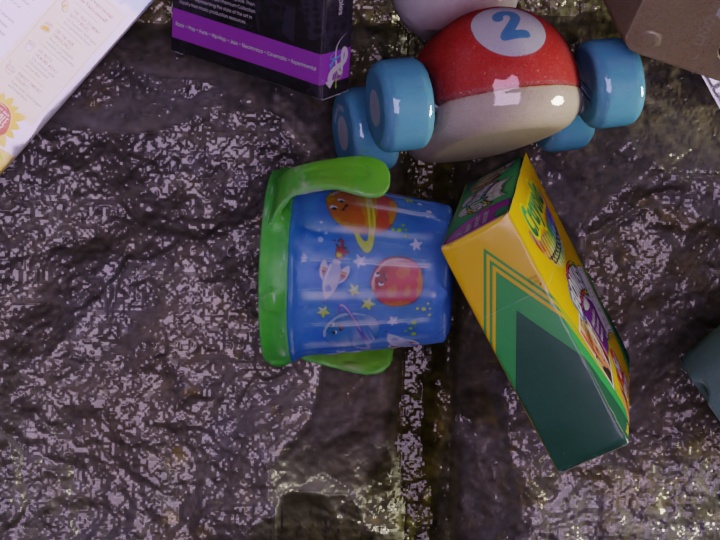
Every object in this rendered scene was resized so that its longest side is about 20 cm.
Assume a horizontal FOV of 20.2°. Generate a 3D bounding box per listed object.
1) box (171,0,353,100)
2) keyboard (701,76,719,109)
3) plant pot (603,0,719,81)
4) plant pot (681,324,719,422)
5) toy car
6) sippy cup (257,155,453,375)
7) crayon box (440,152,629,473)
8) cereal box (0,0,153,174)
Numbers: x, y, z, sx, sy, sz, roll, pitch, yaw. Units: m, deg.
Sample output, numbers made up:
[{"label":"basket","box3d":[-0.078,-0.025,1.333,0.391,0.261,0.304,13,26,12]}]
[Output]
[{"label":"box","box3d":[-0.064,-0.230,1.367,0.142,0.036,0.201,22,120,34]},{"label":"keyboard","box3d":[0.241,-0.217,1.479,0.056,0.011,0.201,-31,99,-1]},{"label":"plant pot","box3d":[0.264,-0.228,1.344,0.198,0.178,0.201,18,136,-4]},{"label":"plant pot","box3d":[0.349,0.066,1.443,0.196,0.200,0.201,-36,99,7]},{"label":"toy car","box3d":[0.074,-0.182,1.397,0.183,0.177,0.202,-8,85,-15]},{"label":"sippy cup","box3d":[0.000,0.000,1.409,0.129,0.178,0.141,3,85,4]},{"label":"crayon box","box3d":[0.126,0.024,1.400,0.058,0.200,0.173,-25,100,13]},{"label":"cereal box","box3d":[-0.249,-0.179,1.419,0.144,0.040,0.200,42,91,-9]}]
